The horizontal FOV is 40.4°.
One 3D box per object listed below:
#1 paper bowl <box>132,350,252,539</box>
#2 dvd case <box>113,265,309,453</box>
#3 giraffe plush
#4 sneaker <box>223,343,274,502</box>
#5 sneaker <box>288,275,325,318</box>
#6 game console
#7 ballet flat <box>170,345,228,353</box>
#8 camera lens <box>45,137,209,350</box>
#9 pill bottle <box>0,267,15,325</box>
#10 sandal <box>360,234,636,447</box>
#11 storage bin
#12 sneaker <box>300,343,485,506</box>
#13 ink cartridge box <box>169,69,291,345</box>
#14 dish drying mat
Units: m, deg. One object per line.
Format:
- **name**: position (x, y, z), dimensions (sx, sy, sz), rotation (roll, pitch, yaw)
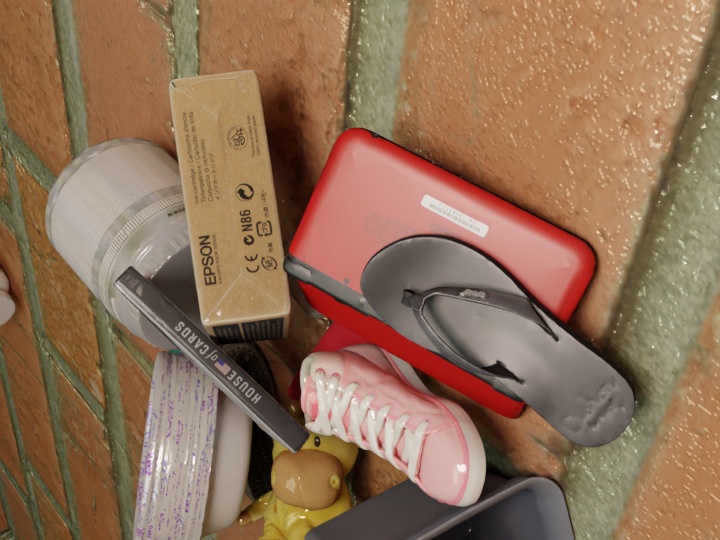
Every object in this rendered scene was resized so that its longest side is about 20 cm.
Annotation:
- **paper bowl**: position (-0.169, 0.187, 0.995), dimensions (0.201, 0.104, 0.202), rotation (-172, 90, -79)
- **dvd case**: position (-0.131, 0.078, 0.850), dimensions (0.200, 0.025, 0.150), rotation (44, 169, -5)
- **giraffe plush**: position (-0.042, 0.218, 0.964), dimensions (0.200, 0.172, 0.163), rotation (-120, 31, -59)
- **sneaker**: position (-0.134, 0.174, 1.130), dimensions (0.075, 0.070, 0.201), rotation (-157, 56, -67)
- **sneaker**: position (0.000, 0.000, 0.814), dimensions (0.087, 0.074, 0.200), rotation (52, 148, 8)
- **game console**: position (0.056, 0.008, 0.725), dimensions (0.199, 0.119, 0.173), rotation (28, 106, 12)
- **ballet flat**: position (-0.183, 0.102, 1.168), dimensions (0.075, 0.068, 0.200), rotation (42, 154, -5)
- **camera lens**: position (-0.223, -0.033, 1.027), dimensions (0.200, 0.160, 0.161), rotation (41, 141, 33)
- **pill bottle**: position (-0.741, 0.015, 1.863), dimensions (0.200, 0.112, 0.112), rotation (48, 144, 26)
- **sandal**: position (0.089, 0.040, 0.633), dimensions (0.200, 0.043, 0.076), rotation (31, 107, 11)
- **storage bin**: position (0.058, 0.244, 0.796), dimensions (0.134, 0.199, 0.146), rotation (16, 125, 64)
- **sneaker**: position (0.012, 0.122, 0.775), dimensions (0.200, 0.104, 0.076), rotation (46, 130, 55)
- **ink cartridge box**: position (-0.107, -0.044, 0.829), dimensions (0.165, 0.075, 0.201), rotation (117, 144, -78)
- **dish drying mat**: position (-0.019, 0.104, 0.961), dimensions (0.077, 0.018, 0.200), rotation (53, 145, 13)
